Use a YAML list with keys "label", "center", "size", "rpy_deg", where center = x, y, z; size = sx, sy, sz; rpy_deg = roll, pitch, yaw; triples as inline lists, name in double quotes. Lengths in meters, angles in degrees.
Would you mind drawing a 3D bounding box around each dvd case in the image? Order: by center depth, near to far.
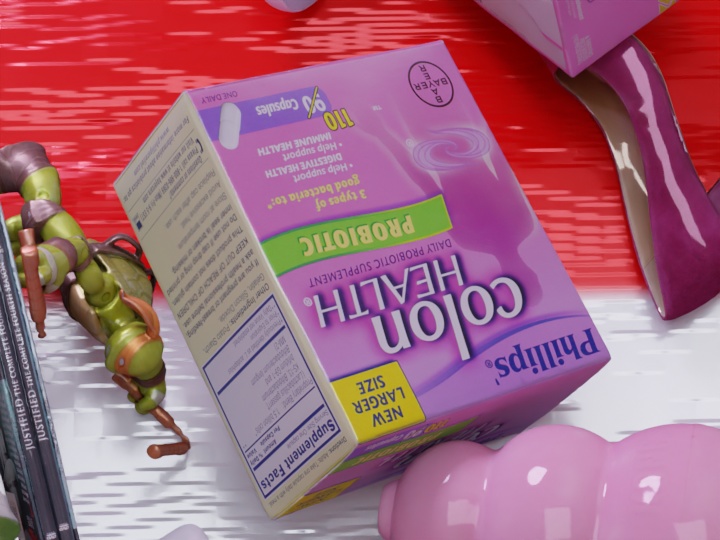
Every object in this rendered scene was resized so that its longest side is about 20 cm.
- label: "dvd case"
  center: [-0.180, 0.043, 1.070]
  size: [0.022, 0.146, 0.202]
  rpy_deg: [-12, 89, -15]

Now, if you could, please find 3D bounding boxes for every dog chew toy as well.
- label: "dog chew toy"
  center: [0.108, 0.130, 1.044]
  size: [0.198, 0.125, 0.125]
  rpy_deg: [7, 72, 10]

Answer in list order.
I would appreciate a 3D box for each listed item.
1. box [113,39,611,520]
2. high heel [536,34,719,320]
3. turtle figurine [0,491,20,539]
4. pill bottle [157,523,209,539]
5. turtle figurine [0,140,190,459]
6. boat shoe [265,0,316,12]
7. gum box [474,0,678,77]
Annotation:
- label: "box"
  center: [0.000, 0.000, 1.100]
  size: [0.175, 0.097, 0.201]
  rpy_deg: [-15, 71, -37]
- label: "high heel"
  center: [0.137, -0.068, 1.183]
  size: [0.096, 0.067, 0.200]
  rpy_deg: [-44, 86, -11]
- label: "turtle figurine"
  center: [-0.255, 0.059, 1.048]
  size: [0.143, 0.200, 0.195]
  rpy_deg: [-18, 60, -14]
- label: "pill bottle"
  center: [-0.139, 0.224, 1.056]
  size: [0.199, 0.114, 0.115]
  rpy_deg: [-31, 76, -9]
- label: "turtle figurine"
  center: [-0.144, 0.001, 1.103]
  size: [0.064, 0.200, 0.161]
  rpy_deg: [-38, 53, -2]
- label: "boat shoe"
  center: [-0.029, -0.244, 1.233]
  size: [0.066, 0.070, 0.201]
  rpy_deg: [14, 77, 25]
- label: "gum box"
  center: [0.094, -0.207, 1.184]
  size: [0.113, 0.066, 0.200]
  rpy_deg: [-36, 51, -13]
